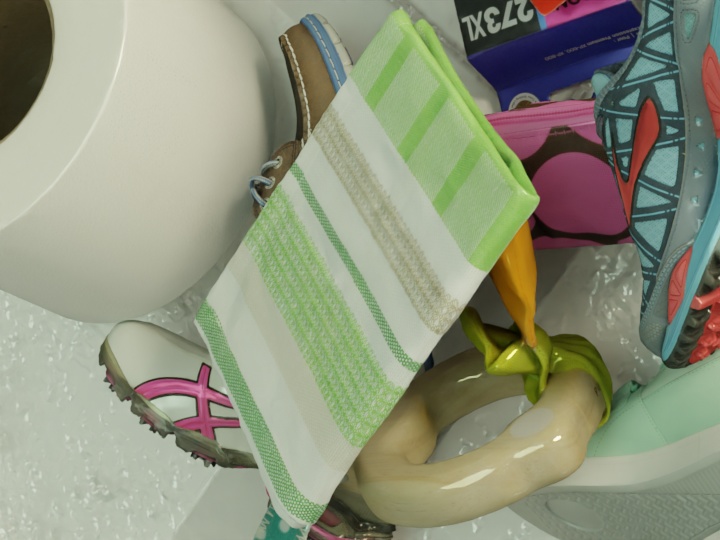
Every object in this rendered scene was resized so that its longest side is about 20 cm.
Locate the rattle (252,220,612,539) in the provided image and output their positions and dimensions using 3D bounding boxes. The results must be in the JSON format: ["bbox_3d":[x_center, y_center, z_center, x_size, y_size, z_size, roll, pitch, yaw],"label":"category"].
[{"bbox_3d":[0.007,0.052,0.827,0.198,0.143,0.131,-13,42,31],"label":"rattle"}]

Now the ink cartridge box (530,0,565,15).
[{"bbox_3d":[0.086,-0.250,0.838,0.160,0.047,0.201,-38,76,12],"label":"ink cartridge box"}]

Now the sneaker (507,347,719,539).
[{"bbox_3d":[0.153,0.065,0.844,0.200,0.073,0.119,-25,37,49],"label":"sneaker"}]

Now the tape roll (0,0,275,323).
[{"bbox_3d":[-0.164,-0.086,0.947,0.201,0.139,0.205,-12,67,28],"label":"tape roll"}]

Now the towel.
[{"bbox_3d":[0.000,0.000,0.813,0.201,0.030,0.150,-55,43,25],"label":"towel"}]

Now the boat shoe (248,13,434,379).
[{"bbox_3d":[-0.020,-0.035,0.912,0.072,0.072,0.202,-15,76,-2],"label":"boat shoe"}]

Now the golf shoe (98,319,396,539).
[{"bbox_3d":[-0.051,0.071,0.955,0.199,0.073,0.093,30,97,17],"label":"golf shoe"}]

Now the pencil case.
[{"bbox_3d":[0.103,-0.054,0.840,0.198,0.094,0.091,-8,43,27],"label":"pencil case"}]

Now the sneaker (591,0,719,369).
[{"bbox_3d":[0.142,-0.056,0.743,0.095,0.079,0.202,32,128,39],"label":"sneaker"}]

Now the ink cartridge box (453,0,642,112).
[{"bbox_3d":[0.088,-0.171,0.887,0.094,0.037,0.202,-16,85,29],"label":"ink cartridge box"}]
